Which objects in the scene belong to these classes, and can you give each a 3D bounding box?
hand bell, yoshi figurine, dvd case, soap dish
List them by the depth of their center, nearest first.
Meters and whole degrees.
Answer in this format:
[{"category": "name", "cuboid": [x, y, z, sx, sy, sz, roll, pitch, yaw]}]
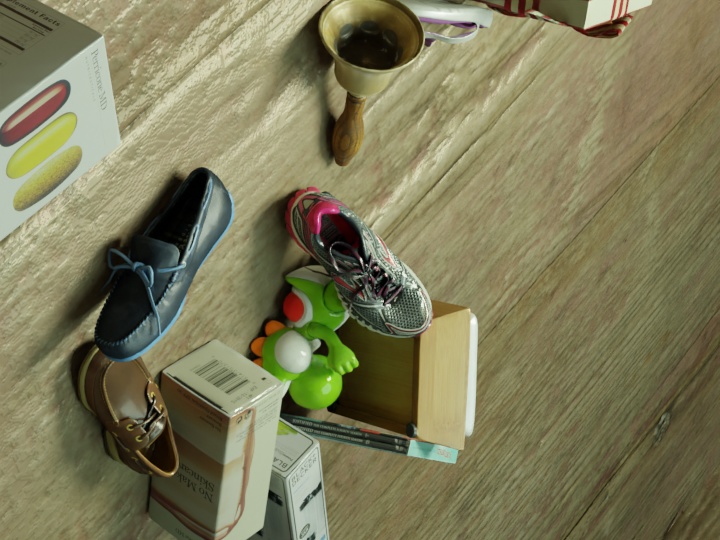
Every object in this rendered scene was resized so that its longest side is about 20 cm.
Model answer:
[{"category": "hand bell", "cuboid": [-0.003, -0.175, 1.750, 0.104, 0.104, 0.200, -44, 162, -32]}, {"category": "yoshi figurine", "cuboid": [-0.036, 0.068, 1.888, 0.200, 0.112, 0.112, -58, 161, 1]}, {"category": "soap dish", "cuboid": [0.041, 0.107, 1.933, 0.081, 0.200, 0.158, -3, 99, -38]}, {"category": "dvd case", "cuboid": [-0.006, 0.187, 1.955, 0.146, 0.200, 0.022, 22, 79, -65]}]

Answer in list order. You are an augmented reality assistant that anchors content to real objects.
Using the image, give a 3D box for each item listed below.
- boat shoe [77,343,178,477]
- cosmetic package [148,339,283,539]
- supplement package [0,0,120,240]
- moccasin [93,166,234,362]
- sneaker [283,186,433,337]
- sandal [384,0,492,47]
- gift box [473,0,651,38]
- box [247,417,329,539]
[{"category": "boat shoe", "cuboid": [-0.215, 0.134, 1.666, 0.072, 0.068, 0.200, -48, 151, -25]}, {"category": "cosmetic package", "cuboid": [-0.152, 0.188, 1.798, 0.087, 0.103, 0.200, -31, 140, -43]}, {"category": "supplement package", "cuboid": [-0.285, -0.099, 1.256, 0.200, 0.109, 0.114, -44, 150, -31]}, {"category": "moccasin", "cuboid": [-0.189, -0.012, 1.578, 0.200, 0.080, 0.068, -64, 153, -28]}, {"category": "sneaker", "cuboid": [0.000, 0.000, 1.795, 0.200, 0.075, 0.081, 44, 84, -20]}, {"category": "sandal", "cuboid": [0.085, -0.255, 1.799, 0.203, 0.082, 0.050, -10, 112, -60]}, {"category": "gift box", "cuboid": [0.199, -0.349, 1.822, 0.200, 0.184, 0.187, -23, 127, -47]}, {"category": "box", "cuboid": [-0.100, 0.240, 1.929, 0.060, 0.117, 0.200, -45, 149, -29]}]
